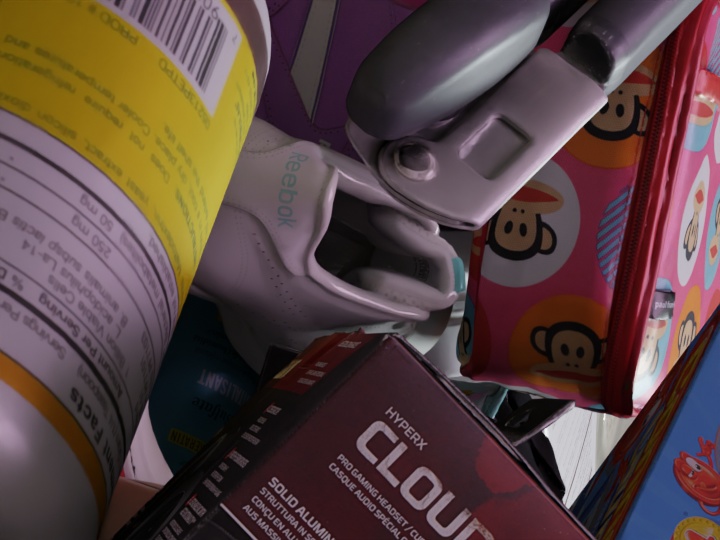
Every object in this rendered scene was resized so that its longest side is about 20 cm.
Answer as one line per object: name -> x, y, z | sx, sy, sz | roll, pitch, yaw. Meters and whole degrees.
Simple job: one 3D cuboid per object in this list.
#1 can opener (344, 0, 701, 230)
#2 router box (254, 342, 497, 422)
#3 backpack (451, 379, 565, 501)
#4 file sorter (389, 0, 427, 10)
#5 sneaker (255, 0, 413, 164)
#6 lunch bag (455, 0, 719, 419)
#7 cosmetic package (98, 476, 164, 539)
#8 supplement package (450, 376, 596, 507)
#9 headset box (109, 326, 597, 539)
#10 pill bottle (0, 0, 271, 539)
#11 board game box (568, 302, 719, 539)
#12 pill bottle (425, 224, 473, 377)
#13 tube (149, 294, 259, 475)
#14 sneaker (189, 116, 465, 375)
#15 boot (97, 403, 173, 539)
can opener -> 0.071, -0.084, 0.851 | 0.200, 0.053, 0.067 | -42, 166, -35
router box -> -0.016, 0.131, 0.863 | 0.157, 0.052, 0.201 | 28, 78, -77
backpack -> 0.009, 0.138, 1.045 | 0.176, 0.152, 0.201 | -43, 138, -70
file sorter -> -0.001, -0.179, 0.786 | 0.126, 0.139, 0.200 | -53, 163, -7
sneaker -> -0.002, -0.040, 0.980 | 0.073, 0.114, 0.202 | -58, 155, -64
lunch bag -> 0.095, -0.039, 0.986 | 0.200, 0.081, 0.177 | 7, 94, -76
cosmetic package -> -0.034, 0.163, 0.720 | 0.103, 0.073, 0.201 | 17, 85, -48
supplement package -> 0.041, 0.096, 1.249 | 0.118, 0.116, 0.201 | -67, 161, -48
headset box -> -0.033, 0.093, 0.589 | 0.200, 0.077, 0.149 | -44, -177, -6
pill bottle -> -0.095, 0.004, 0.602 | 0.110, 0.109, 0.201 | 83, 20, -50
board game box -> 0.074, 0.128, 0.851 | 0.200, 0.056, 0.196 | -59, 178, -38
pill bottle -> 0.025, -0.065, 1.082 | 0.111, 0.111, 0.201 | -50, 146, -67
tube -> -0.071, 0.080, 0.909 | 0.077, 0.050, 0.201 | 33, 66, -48
sneaker -> 0.000, 0.000, 0.879 | 0.200, 0.088, 0.076 | 26, 74, -63
boot -> -0.106, 0.091, 0.731 | 0.201, 0.072, 0.145 | 88, 26, -50
